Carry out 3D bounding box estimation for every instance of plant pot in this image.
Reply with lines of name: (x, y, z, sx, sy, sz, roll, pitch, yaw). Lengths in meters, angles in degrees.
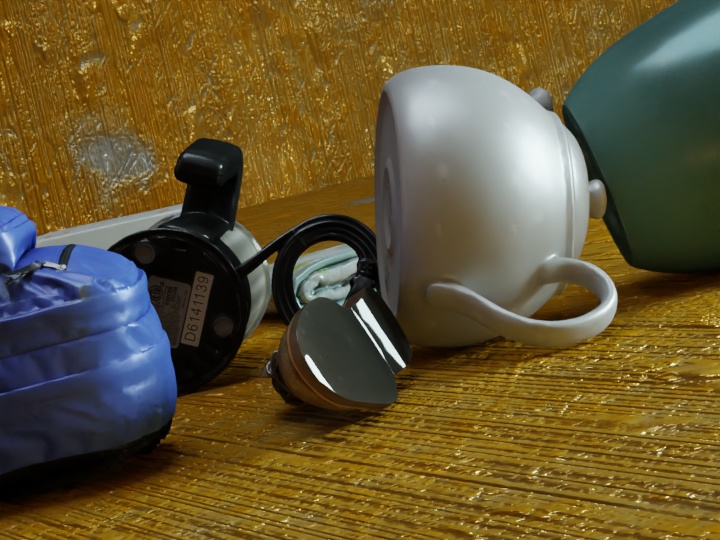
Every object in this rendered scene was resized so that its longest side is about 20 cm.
plant pot: (0.235, -0.090, 1.403, 0.161, 0.201, 0.201, -23, 5, 0)

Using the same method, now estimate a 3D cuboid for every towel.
towel: (0.000, 0.000, 1.790, 0.200, 0.048, 0.171, -15, 3, -22)

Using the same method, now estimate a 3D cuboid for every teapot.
teapot: (0.089, -0.040, 1.327, 0.146, 0.200, 0.197, -1, -8, -5)

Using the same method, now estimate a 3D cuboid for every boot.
boot: (-0.024, 0.059, 1.186, 0.075, 0.074, 0.200, -31, -2, 11)

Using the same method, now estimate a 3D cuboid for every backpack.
backpack: (-0.209, 0.048, 1.153, 0.200, 0.168, 0.163, -9, 12, -1)

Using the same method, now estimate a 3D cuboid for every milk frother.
milk frother: (-0.081, 0.015, 1.497, 0.200, 0.181, 0.188, 30, 7, -1)

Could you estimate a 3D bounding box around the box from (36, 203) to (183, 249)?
box: (-0.244, -0.010, 2.194, 0.200, 0.098, 0.124, -12, 6, 5)
